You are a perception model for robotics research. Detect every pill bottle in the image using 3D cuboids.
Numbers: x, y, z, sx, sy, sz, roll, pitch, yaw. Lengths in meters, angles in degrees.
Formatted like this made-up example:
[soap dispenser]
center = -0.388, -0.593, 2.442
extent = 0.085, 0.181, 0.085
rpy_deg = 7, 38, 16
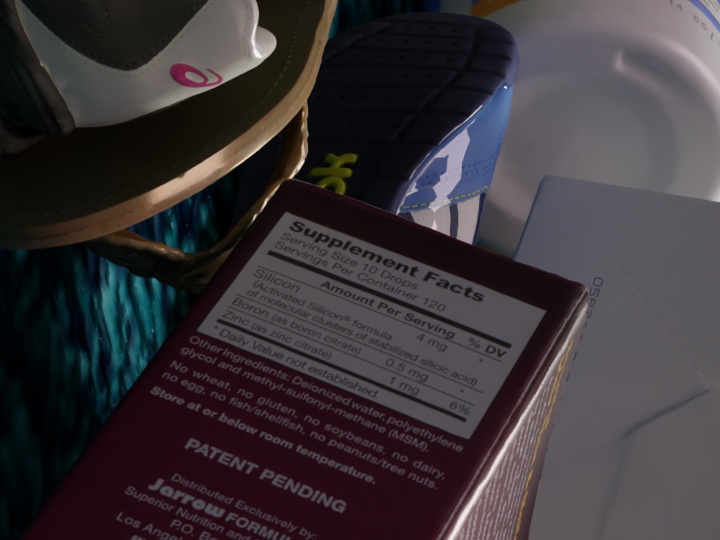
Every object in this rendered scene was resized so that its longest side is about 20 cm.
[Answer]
[pill bottle]
center = 0.078, -0.104, 1.024
extent = 0.200, 0.112, 0.112
rpy_deg = -83, 161, -49

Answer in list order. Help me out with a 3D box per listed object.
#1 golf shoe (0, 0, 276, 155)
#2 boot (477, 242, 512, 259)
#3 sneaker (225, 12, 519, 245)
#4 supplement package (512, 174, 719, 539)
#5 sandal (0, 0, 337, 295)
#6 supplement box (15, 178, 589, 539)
[golf shoe]
center = -0.049, -0.116, 0.714
extent = 0.077, 0.088, 0.201
rpy_deg = 58, 33, -52
[boot]
center = 0.074, 0.015, 1.119
extent = 0.167, 0.072, 0.200
rpy_deg = -88, 163, -50
[sneaker]
center = 0.000, 0.000, 0.871
extent = 0.082, 0.074, 0.200
rpy_deg = 72, 31, -42
[supplement package]
center = 0.118, 0.099, 0.937
extent = 0.200, 0.150, 0.152
rpy_deg = 79, 27, -50
[sandal]
center = -0.038, -0.029, 0.751
extent = 0.212, 0.077, 0.070
rpy_deg = -69, 149, -61
[supplement box]
center = -0.026, 0.086, 0.667
extent = 0.200, 0.085, 0.111
rpy_deg = -56, 162, -46
